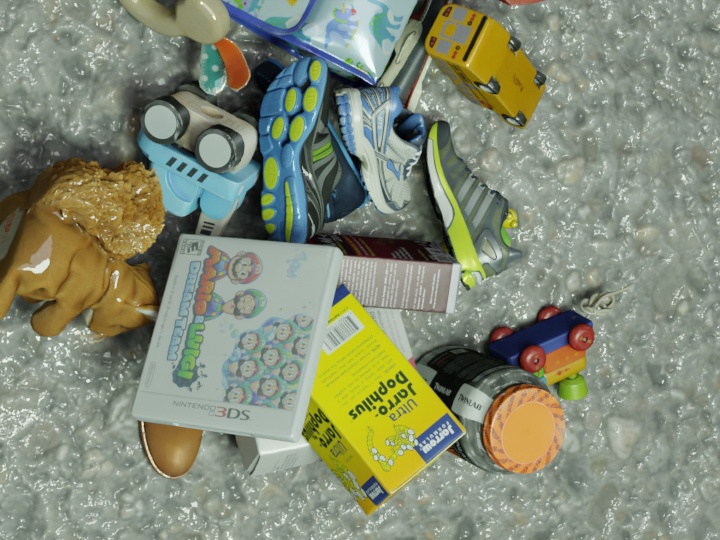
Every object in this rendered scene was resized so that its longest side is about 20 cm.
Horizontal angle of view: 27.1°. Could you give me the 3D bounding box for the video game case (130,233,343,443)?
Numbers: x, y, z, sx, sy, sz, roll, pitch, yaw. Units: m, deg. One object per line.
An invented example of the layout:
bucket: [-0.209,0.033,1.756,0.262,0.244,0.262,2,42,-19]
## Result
video game case: [-0.123,0.063,1.489,0.024,0.182,0.201,49,50,-60]

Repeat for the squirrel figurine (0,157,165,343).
squirrel figurine: [-0.269,-0.016,1.517,0.186,0.142,0.200,29,106,-32]

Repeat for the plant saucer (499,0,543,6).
plant saucer: [0.096,-0.360,1.615,0.199,0.200,0.037,38,94,-24]

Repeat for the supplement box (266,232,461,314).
supplement box: [0.000,0.000,1.646,0.199,0.109,0.061,4,103,-14]

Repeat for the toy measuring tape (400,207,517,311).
toy measuring tape: [0.112,-0.006,1.740,0.200,0.074,0.074,-40,111,-14]

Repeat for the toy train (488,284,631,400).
toy train: [0.258,0.105,1.820,0.200,0.085,0.116,-22,116,-20]

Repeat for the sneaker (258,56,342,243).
sneaker: [-0.061,-0.127,1.575,0.083,0.071,0.200,-18,116,-57]

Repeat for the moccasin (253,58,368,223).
moccasin: [-0.062,-0.137,1.638,0.068,0.080,0.200,-38,110,-10]

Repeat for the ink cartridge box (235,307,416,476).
ink cartridge box: [-0.042,0.129,1.644,0.199,0.084,0.145,-10,70,-17]

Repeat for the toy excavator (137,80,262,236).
toy excavator: [-0.160,-0.073,1.587,0.194,0.100,0.200,28,116,6]

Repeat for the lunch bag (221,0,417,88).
lunch bag: [-0.041,-0.313,1.604,0.200,0.127,0.170,27,88,-13]

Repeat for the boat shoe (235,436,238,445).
boat shoe: [-0.042,0.179,1.702,0.199,0.060,0.076,-8,101,-23]

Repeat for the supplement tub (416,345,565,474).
supplement tub: [0.142,0.161,1.705,0.122,0.200,0.123,-3,98,-23]

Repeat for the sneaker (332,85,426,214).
sneaker: [0.037,-0.131,1.635,0.085,0.077,0.200,-15,148,8]

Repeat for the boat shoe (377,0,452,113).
boat shoe: [0.053,-0.246,1.681,0.062,0.071,0.201,21,92,0]

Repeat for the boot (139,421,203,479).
boot: [-0.177,0.139,1.583,0.073,0.155,0.201,2,97,-24]

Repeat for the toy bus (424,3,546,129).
toy bus: [0.146,-0.227,1.687,0.065,0.078,0.200,-65,154,-4]

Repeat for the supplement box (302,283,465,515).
supplement box: [-0.005,0.135,1.543,0.109,0.109,0.200,-37,81,-23]

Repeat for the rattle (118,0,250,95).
rattle: [-0.165,-0.297,1.558,0.200,0.130,0.143,39,39,-7]

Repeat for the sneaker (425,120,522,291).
sneaker: [0.124,-0.080,1.700,0.081,0.074,0.201,-16,77,-2]
